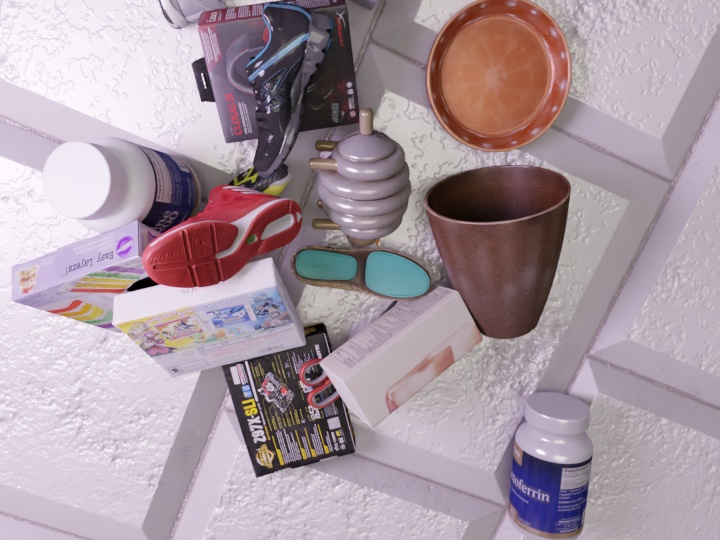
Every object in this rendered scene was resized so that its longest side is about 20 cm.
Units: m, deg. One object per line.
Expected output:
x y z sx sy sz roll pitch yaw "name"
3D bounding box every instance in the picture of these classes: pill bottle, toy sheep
0.290 0.297 0.947 0.115 0.116 0.202 1 103 -5 "pill bottle"
0.002 -0.115 0.817 0.136 0.139 0.201 -4 132 -4 "toy sheep"
-0.283 -0.098 0.752 0.110 0.200 0.112 0 92 10 "pill bottle"

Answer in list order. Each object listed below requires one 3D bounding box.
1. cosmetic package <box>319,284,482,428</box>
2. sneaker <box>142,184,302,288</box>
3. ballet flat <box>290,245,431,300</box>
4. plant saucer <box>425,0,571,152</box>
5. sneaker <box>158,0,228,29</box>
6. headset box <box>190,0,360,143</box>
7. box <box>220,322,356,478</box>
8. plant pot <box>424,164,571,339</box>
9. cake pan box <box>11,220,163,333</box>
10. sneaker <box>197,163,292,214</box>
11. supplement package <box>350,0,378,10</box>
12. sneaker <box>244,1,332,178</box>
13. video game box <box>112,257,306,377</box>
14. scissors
0.056 0.112 0.861 0.199 0.103 0.088 -34 107 -14 "cosmetic package"
-0.178 -0.045 0.742 0.199 0.115 0.079 -20 120 -36 "sneaker"
0.000 0.000 0.878 0.198 0.065 0.071 12 87 -8 "ballet flat"
0.186 -0.264 0.846 0.198 0.032 0.202 -1 103 -4 "plant saucer"
-0.213 -0.413 0.765 0.114 0.075 0.202 -16 114 -5 "sneaker"
-0.108 -0.252 0.782 0.198 0.075 0.150 -9 125 -2 "headset box"
-0.104 0.194 0.925 0.158 0.049 0.202 -14 104 1 "box"
0.190 -0.015 0.846 0.185 0.187 0.201 -12 118 -2 "plant pot"
-0.291 0.015 0.782 0.198 0.184 0.053 -17 69 15 "cake pan box"
-0.167 -0.071 0.852 0.199 0.076 0.076 -37 118 11 "sneaker"
-0.008 -0.388 0.714 0.113 0.200 0.110 20 102 -10 "supplement package"
-0.100 -0.209 0.729 0.081 0.073 0.201 15 111 -14 "sneaker"
-0.186 0.067 0.804 0.198 0.183 0.047 -14 62 -1 "video game box"
-0.003 0.118 0.900 0.199 0.014 0.073 -36 108 -16 "scissors"
